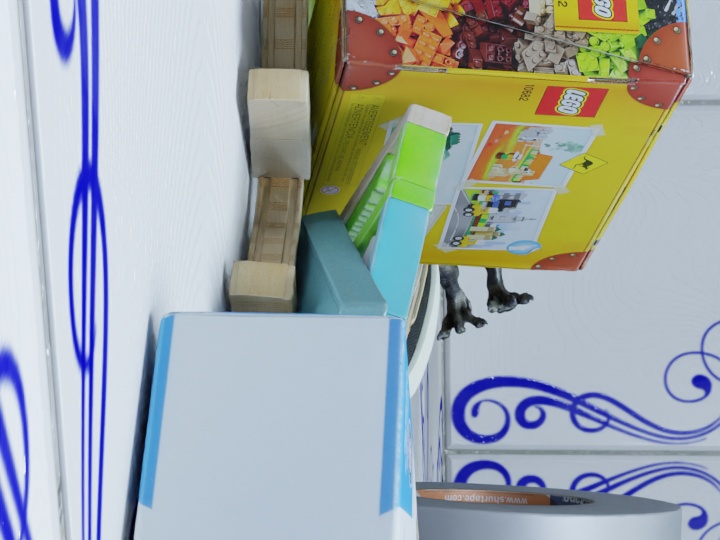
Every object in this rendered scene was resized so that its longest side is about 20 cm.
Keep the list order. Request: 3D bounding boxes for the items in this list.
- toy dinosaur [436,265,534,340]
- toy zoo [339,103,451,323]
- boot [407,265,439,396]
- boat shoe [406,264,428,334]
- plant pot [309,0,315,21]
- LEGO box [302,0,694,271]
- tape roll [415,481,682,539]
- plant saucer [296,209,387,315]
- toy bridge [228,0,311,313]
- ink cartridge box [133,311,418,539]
[{"bbox_3d":[0.056,-0.013,1.382,0.200,0.047,0.089,115,-40,-77],"label":"toy dinosaur"},{"bbox_3d":[-0.008,0.046,1.033,0.131,0.020,0.201,124,-18,-59],"label":"toy zoo"},{"bbox_3d":[0.007,0.013,1.376,0.145,0.072,0.201,87,2,-58],"label":"boot"},{"bbox_3d":[0.000,0.000,1.264,0.065,0.072,0.201,87,11,-60],"label":"boat shoe"},{"bbox_3d":[0.066,-0.203,1.324,0.201,0.199,0.191,85,4,-49],"label":"plant pot"},{"bbox_3d":[0.050,-0.076,1.119,0.200,0.148,0.078,111,-21,-64],"label":"LEGO box"},{"bbox_3d":[0.073,0.154,1.353,0.200,0.199,0.067,14,80,-86],"label":"tape roll"},{"bbox_3d":[-0.018,0.023,1.018,0.200,0.019,0.070,-115,-137,-78],"label":"plant saucer"},{"bbox_3d":[-0.034,-0.061,1.055,0.067,0.027,0.201,88,4,-60],"label":"toy bridge"},{"bbox_3d":[-0.022,0.131,0.825,0.201,0.084,0.145,87,4,-50],"label":"ink cartridge box"}]
